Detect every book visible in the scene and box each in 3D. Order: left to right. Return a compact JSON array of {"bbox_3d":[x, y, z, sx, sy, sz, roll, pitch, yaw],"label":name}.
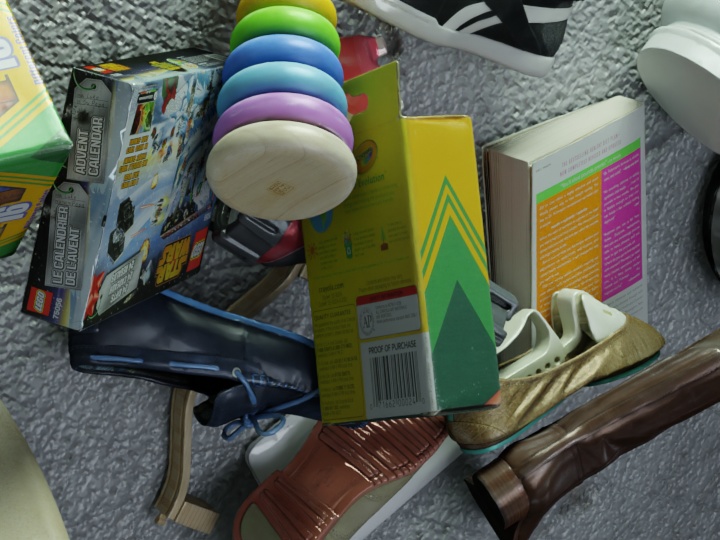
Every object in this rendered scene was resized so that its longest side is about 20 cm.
[{"bbox_3d":[0.152,-0.009,1.484,0.133,0.048,0.200,-24,121,-36],"label":"book"}]

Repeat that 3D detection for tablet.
[{"bbox_3d":[0.018,0.110,1.454,0.200,0.014,0.130,-39,127,-18],"label":"tablet"}]

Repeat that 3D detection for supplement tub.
[{"bbox_3d":[0.302,-0.184,1.462,0.200,0.145,0.145,-49,130,-11],"label":"supplement tub"}]

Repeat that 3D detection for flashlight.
[{"bbox_3d":[0.000,0.000,1.324,0.200,0.068,0.068,33,68,-24],"label":"flashlight"}]

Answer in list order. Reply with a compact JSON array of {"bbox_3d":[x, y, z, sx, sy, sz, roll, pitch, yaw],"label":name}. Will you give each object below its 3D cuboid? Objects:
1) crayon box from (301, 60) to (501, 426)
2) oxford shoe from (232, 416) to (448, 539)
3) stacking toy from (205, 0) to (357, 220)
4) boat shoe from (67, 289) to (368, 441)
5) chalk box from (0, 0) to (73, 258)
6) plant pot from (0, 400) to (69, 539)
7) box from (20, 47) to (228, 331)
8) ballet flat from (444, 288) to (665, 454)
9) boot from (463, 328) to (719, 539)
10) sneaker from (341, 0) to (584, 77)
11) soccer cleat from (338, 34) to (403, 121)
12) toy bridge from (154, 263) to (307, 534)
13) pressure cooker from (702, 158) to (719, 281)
[{"bbox_3d":[0.018,-0.013,1.224,0.051,0.127,0.200,-4,86,-31],"label":"crayon box"},{"bbox_3d":[-0.011,0.139,1.405,0.200,0.071,0.074,-36,157,-26],"label":"oxford shoe"},{"bbox_3d":[-0.045,-0.132,1.219,0.085,0.085,0.200,30,48,-41],"label":"stacking toy"},{"bbox_3d":[-0.087,0.068,1.287,0.200,0.084,0.069,18,65,-11],"label":"boat shoe"},{"bbox_3d":[-0.271,-0.064,1.059,0.200,0.125,0.124,-16,160,-33],"label":"chalk box"},{"bbox_3d":[-0.251,0.204,1.179,0.200,0.177,0.200,-17,117,-31],"label":"plant pot"},{"bbox_3d":[-0.124,-0.051,1.186,0.200,0.040,0.137,-31,136,-74],"label":"box"},{"bbox_3d":[0.131,0.056,1.427,0.200,0.068,0.072,-24,106,-33],"label":"ballet flat"},{"bbox_3d":[0.172,0.116,1.459,0.200,0.186,0.064,-33,81,-6],"label":"boot"},{"bbox_3d":[0.068,-0.198,1.326,0.200,0.073,0.112,11,106,-49],"label":"sneaker"},{"bbox_3d":[0.003,-0.065,1.348,0.076,0.067,0.200,-13,131,7],"label":"soccer cleat"},{"bbox_3d":[-0.085,0.075,1.351,0.067,0.027,0.200,27,91,-38],"label":"toy bridge"},{"bbox_3d":[0.374,-0.029,1.545,0.176,0.200,0.179,-4,111,-37],"label":"pressure cooker"}]
